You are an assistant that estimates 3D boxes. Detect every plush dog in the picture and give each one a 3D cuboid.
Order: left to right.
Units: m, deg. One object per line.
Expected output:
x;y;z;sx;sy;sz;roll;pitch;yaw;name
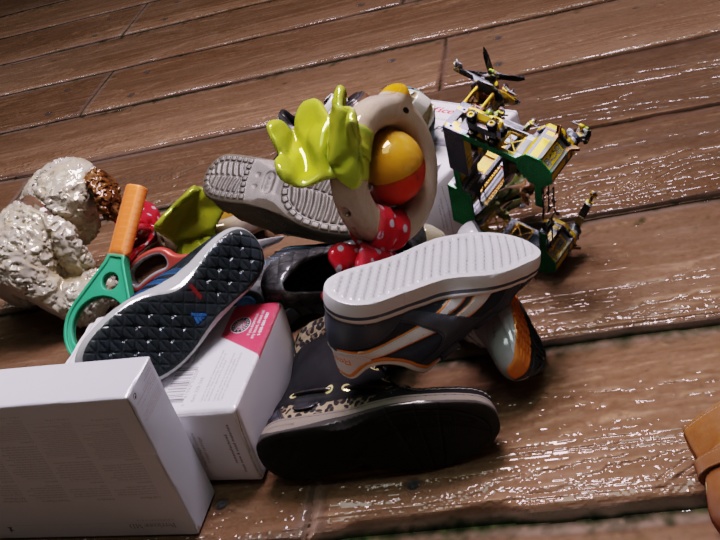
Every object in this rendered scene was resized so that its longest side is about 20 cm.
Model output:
-0.356;-0.052;1.087;0.198;0.161;0.174;10;66;38;plush dog

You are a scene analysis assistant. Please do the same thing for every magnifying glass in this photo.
-0.262;0.005;1.022;0.078;0.022;0.204;6;76;15;magnifying glass

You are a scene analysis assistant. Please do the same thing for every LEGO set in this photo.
0.159;-0.108;0.902;0.152;0.201;0.116;25;64;35;LEGO set

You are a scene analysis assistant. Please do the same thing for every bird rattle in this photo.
-0.191;-0.044;1.121;0.161;0.115;0.199;-19;10;-32;bird rattle
0.019;-0.072;0.836;0.112;0.202;0.163;-5;31;48;bird rattle

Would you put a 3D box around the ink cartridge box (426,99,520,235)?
0.071;-0.103;1.058;0.144;0.086;0.200;16;44;41;ink cartridge box

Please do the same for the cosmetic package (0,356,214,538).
-0.236;0.149;0.778;0.196;0.153;0.052;-6;32;18;cosmetic package

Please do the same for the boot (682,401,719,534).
0.321;0.129;0.620;0.197;0.077;0.156;-22;28;7;boot

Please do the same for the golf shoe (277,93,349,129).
-0.010;-0.177;1.200;0.196;0.093;0.073;-11;32;8;golf shoe

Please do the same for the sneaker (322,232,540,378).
0.057;0.027;0.772;0.197;0.081;0.078;-15;31;-26;sneaker

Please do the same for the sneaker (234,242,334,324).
-0.090;0.021;0.977;0.196;0.074;0.082;-12;28;-10;sneaker

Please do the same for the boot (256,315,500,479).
0.017;0.096;0.809;0.197;0.074;0.152;-13;32;15;boot

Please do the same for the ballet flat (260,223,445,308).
0.000;0.000;0.914;0.197;0.068;0.057;-16;15;-22;ballet flat

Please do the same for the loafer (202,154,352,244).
-0.067;-0.073;0.997;0.197;0.068;0.077;18;75;20;loafer

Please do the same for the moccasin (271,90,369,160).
-0.050;-0.129;1.146;0.200;0.078;0.074;-35;16;17;moccasin

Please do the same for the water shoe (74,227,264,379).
-0.166;0.040;0.844;0.199;0.072;0.079;-39;11;-29;water shoe

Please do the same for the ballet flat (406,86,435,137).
0.048;-0.143;0.981;0.073;0.075;0.202;-4;41;20;ballet flat

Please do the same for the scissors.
-0.170;-0.015;1.009;0.198;0.074;0.014;-31;-4;27;scissors

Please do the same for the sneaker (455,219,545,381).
0.099;0.041;0.860;0.091;0.076;0.201;-31;30;10;sneaker

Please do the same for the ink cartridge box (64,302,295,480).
-0.167;0.110;0.862;0.196;0.087;0.149;-6;34;19;ink cartridge box
